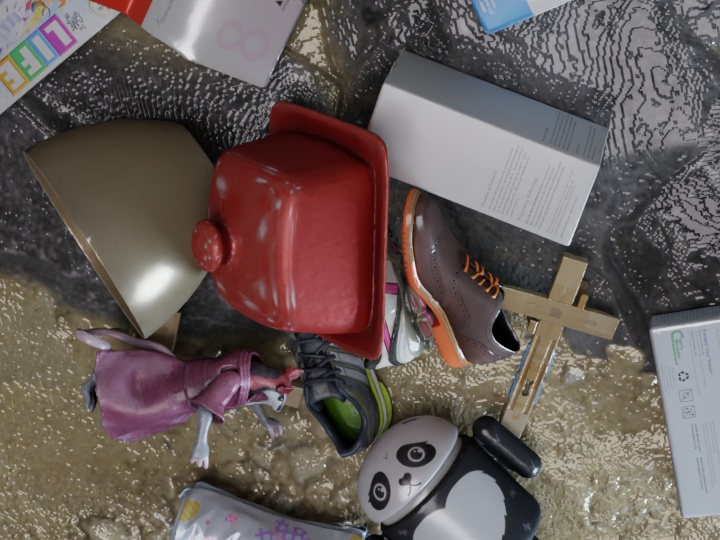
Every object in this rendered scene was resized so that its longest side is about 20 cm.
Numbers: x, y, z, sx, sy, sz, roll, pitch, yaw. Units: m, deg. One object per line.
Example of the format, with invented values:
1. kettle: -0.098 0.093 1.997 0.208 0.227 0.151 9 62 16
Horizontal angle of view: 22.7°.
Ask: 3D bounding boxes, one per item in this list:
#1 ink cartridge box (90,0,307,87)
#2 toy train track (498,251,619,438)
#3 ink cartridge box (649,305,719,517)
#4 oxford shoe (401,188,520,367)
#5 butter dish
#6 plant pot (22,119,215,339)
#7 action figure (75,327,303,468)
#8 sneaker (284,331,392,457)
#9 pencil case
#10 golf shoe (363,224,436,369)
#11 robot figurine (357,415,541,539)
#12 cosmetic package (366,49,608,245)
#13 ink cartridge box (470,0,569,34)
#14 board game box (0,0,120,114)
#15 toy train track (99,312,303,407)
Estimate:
1. ink cartridge box: -0.141 -0.267 1.552 0.199 0.057 0.163 17 117 -23
2. toy train track: 0.168 0.066 1.665 0.114 0.033 0.201 16 119 -3
3. ink cartridge box: 0.376 0.122 1.635 0.199 0.041 0.201 -7 109 14
4. oxford shoe: 0.089 0.004 1.582 0.072 0.071 0.201 -4 136 23
5. butter dish: -0.075 -0.029 1.532 0.147 0.200 0.201 -10 111 -31
6. plant pot: -0.194 -0.059 1.619 0.134 0.200 0.201 -34 103 -9
7. action figure: -0.148 0.103 1.672 0.199 0.134 0.150 -13 91 15
8. sneaker: -0.030 0.085 1.683 0.074 0.081 0.201 -23 105 19
9. pencil case: -0.090 0.273 1.769 0.199 0.083 0.091 14 115 7
10. golf shoe: 0.000 0.000 1.639 0.092 0.073 0.201 -28 103 3
11. robot figurine: 0.089 0.228 1.689 0.200 0.150 0.125 43 142 -7
12. cosmetic package: 0.108 -0.110 1.564 0.199 0.108 0.085 21 116 5
13. ink cartridge box: 0.169 -0.306 1.485 0.199 0.086 0.147 -21 106 17
14. board game box: -0.319 -0.240 1.640 0.200 0.034 0.135 -36 101 22
15. toy train track: -0.151 0.089 1.733 0.199 0.033 0.115 16 121 -1
